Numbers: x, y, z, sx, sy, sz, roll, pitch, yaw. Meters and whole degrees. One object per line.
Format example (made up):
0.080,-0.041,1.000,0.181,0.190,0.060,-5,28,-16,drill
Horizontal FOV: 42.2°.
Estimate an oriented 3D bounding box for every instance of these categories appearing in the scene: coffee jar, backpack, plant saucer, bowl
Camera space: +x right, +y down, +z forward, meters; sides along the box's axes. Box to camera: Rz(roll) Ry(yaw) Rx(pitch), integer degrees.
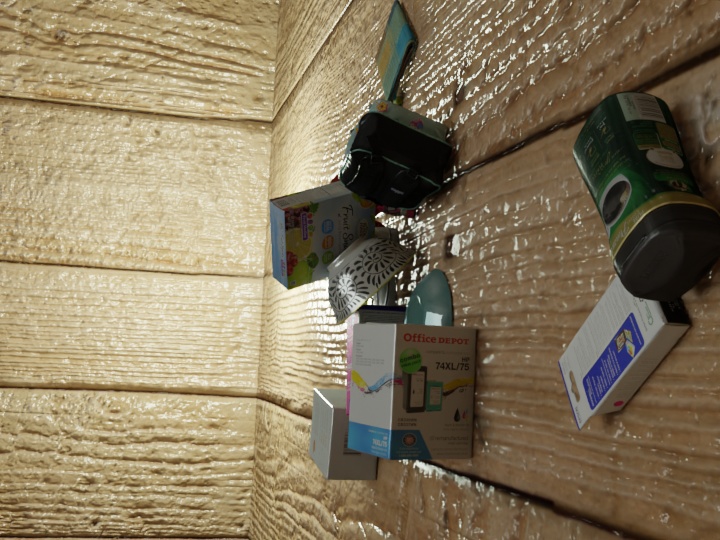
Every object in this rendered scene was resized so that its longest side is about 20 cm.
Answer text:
0.274,-0.072,0.893,0.104,0.085,0.200,114,157,-46,coffee jar
0.057,-0.194,1.634,0.200,0.176,0.153,124,164,-65,backpack
0.108,0.096,1.613,0.201,0.039,0.201,-176,90,-76,plant saucer
0.000,0.000,1.732,0.201,0.094,0.201,-43,0,0,bowl

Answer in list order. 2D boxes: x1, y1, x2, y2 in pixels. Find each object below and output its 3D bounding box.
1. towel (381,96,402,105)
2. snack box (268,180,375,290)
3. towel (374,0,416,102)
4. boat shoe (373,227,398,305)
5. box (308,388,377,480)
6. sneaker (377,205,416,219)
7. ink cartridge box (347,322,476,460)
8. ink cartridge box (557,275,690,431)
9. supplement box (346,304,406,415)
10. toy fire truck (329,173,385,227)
0.055,-0.328,2.003,0.200,0.018,0.086,-146,66,-75,towel
-0.069,-0.073,1.769,0.068,0.200,0.169,37,136,46,snack box
0.071,-0.457,1.937,0.200,0.022,0.147,-100,26,-50,towel
0.033,0.011,1.877,0.071,0.070,0.200,-175,89,-76,boat shoe
-0.036,0.344,1.983,0.200,0.106,0.152,-158,73,-75,box
0.059,-0.173,1.816,0.200,0.075,0.081,-108,26,-58,sneaker
0.078,0.182,1.441,0.146,0.147,0.200,-6,80,64,ink cartridge box
0.269,0.078,0.977,0.200,0.037,0.095,113,156,-47,ink cartridge box
0.033,0.173,1.768,0.101,0.103,0.200,139,132,-69,supplement box
-0.042,-0.106,1.994,0.168,0.112,0.200,-27,54,39,toy fire truck
